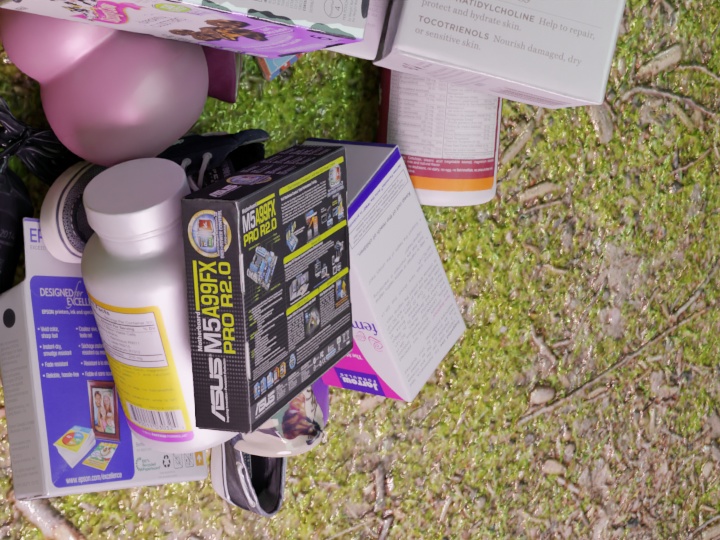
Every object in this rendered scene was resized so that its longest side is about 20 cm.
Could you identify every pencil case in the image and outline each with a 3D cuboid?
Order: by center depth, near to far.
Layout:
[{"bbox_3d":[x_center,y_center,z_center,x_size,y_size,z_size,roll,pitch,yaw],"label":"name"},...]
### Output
[{"bbox_3d":[-0.073,0.048,1.343,0.088,0.078,0.202,-9,107,-14],"label":"pencil case"}]

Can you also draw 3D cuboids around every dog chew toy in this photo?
[{"bbox_3d":[-0.198,-0.172,1.202,0.125,0.124,0.201,-46,110,-21],"label":"dog chew toy"}]

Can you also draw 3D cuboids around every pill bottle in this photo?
[{"bbox_3d":[-0.138,0.024,1.209,0.104,0.104,0.202,-33,129,-30],"label":"pill bottle"},{"bbox_3d":[0.070,-0.162,1.453,0.109,0.109,0.202,-7,105,-41],"label":"pill bottle"}]

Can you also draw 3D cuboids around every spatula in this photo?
[{"bbox_3d":[-0.058,0.064,1.477,0.056,0.020,0.202,-39,126,-42],"label":"spatula"}]

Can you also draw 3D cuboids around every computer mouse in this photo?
[{"bbox_3d":[-0.282,-0.022,1.225,0.138,0.052,0.202,30,78,-59],"label":"computer mouse"}]

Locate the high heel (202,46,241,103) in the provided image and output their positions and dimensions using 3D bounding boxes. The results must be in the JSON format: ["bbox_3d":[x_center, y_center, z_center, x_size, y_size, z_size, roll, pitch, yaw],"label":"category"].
[{"bbox_3d":[-0.082,-0.207,1.251,0.096,0.200,0.068,36,34,-14],"label":"high heel"}]

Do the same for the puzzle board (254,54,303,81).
[{"bbox_3d":[-0.057,-0.275,1.366,0.151,0.017,0.201,-42,128,-24],"label":"puzzle board"}]

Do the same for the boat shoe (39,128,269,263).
[{"bbox_3d":[-0.145,-0.064,1.269,0.200,0.092,0.075,-36,113,-51],"label":"boat shoe"}]

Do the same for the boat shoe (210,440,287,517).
[{"bbox_3d":[-0.091,0.113,1.433,0.071,0.067,0.202,-14,114,-38],"label":"boat shoe"}]

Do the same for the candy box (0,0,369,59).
[{"bbox_3d":[-0.115,-0.192,1.086,0.198,0.167,0.072,8,89,-24],"label":"candy box"}]

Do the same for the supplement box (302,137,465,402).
[{"bbox_3d":[0.000,0.000,1.442,0.104,0.100,0.201,-51,133,-34],"label":"supplement box"}]

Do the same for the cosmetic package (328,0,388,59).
[{"bbox_3d":[-0.020,-0.275,1.319,0.071,0.101,0.202,7,100,-42],"label":"cosmetic package"}]

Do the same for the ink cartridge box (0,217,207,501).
[{"bbox_3d":[-0.194,0.066,1.288,0.197,0.043,0.202,5,78,-59],"label":"ink cartridge box"}]

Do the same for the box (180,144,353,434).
[{"bbox_3d":[-0.061,0.007,1.204,0.200,0.044,0.162,-37,126,-65],"label":"box"}]

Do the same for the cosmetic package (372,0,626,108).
[{"bbox_3d":[0.115,-0.241,1.308,0.165,0.167,0.202,13,92,-6],"label":"cosmetic package"}]
